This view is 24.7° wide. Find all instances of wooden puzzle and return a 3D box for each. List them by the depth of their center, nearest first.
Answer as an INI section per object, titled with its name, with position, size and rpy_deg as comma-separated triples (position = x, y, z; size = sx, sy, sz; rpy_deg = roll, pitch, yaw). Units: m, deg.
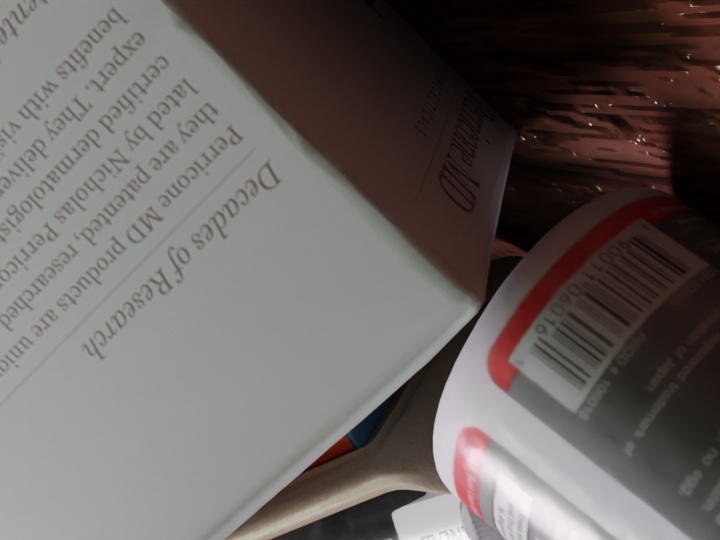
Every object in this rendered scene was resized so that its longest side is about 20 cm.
[wooden puzzle]
position = -0.032, 0.057, 0.646
size = 0.037, 0.199, 0.185
rpy_deg = 63, -155, -14

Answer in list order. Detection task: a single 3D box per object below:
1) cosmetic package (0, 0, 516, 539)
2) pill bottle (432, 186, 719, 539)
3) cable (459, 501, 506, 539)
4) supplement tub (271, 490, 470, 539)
[cosmetic package]
position = -0.080, -0.036, 0.511
size = 0.200, 0.166, 0.168
rpy_deg = 44, -160, -8
[pill bottle]
position = 0.126, 0.073, 0.456
size = 0.200, 0.114, 0.114
rpy_deg = 38, 170, 29
[cable]
position = 0.127, 0.143, 0.518
size = 0.201, 0.198, 0.070
rpy_deg = -87, 1, -50
[supplement tub]
position = 0.032, 0.105, 0.734
size = 0.199, 0.123, 0.123
rpy_deg = -24, 118, 43
